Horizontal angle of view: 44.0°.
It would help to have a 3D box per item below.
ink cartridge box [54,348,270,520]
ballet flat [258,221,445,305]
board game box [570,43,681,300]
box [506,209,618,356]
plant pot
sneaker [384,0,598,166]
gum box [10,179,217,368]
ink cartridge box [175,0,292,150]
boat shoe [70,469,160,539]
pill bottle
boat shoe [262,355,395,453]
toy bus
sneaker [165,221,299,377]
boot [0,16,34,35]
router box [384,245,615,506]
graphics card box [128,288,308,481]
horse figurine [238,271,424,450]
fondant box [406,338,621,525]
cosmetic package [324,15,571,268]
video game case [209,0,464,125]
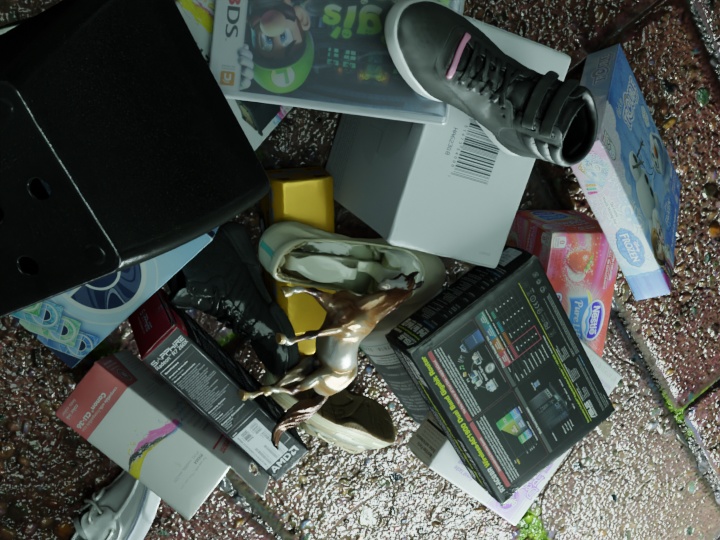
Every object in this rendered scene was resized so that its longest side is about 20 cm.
[{"bbox_3d":[-0.185,0.168,0.872,0.200,0.116,0.068,39,90,-1],"label":"ink cartridge box"},{"bbox_3d":[0.000,0.000,0.856,0.199,0.069,0.070,9,105,-19],"label":"ballet flat"},{"bbox_3d":[0.287,-0.108,0.957,0.043,0.200,0.199,-16,122,33],"label":"board game box"},{"bbox_3d":[0.219,0.038,1.024,0.094,0.103,0.201,-2,108,-21],"label":"box"},{"bbox_3d":[-0.214,-0.077,0.643,0.199,0.178,0.200,-19,112,22],"label":"plant pot"},{"bbox_3d":[0.109,-0.143,0.676,0.200,0.099,0.071,30,85,-39],"label":"sneaker"},{"bbox_3d":[-0.256,-0.033,0.804,0.200,0.045,0.170,-40,106,18],"label":"gum box"},{"bbox_3d":[-0.118,-0.199,0.789,0.200,0.083,0.146,-52,129,-14],"label":"ink cartridge box"},{"bbox_3d":[-0.269,0.269,0.941,0.065,0.074,0.201,23,98,-30],"label":"boat shoe"},{"bbox_3d":[0.082,0.105,0.989,0.113,0.113,0.200,-37,116,-5],"label":"pill bottle"},{"bbox_3d":[-0.042,0.154,0.972,0.065,0.072,0.200,-30,138,25],"label":"boat shoe"},{"bbox_3d":[-0.063,-0.005,0.917,0.065,0.078,0.201,-7,111,-17],"label":"toy bus"},{"bbox_3d":[-0.143,0.024,0.874,0.104,0.060,0.201,-18,79,-37],"label":"sneaker"},{"bbox_3d":[-0.258,-0.157,0.799,0.199,0.072,0.145,-18,115,-17],"label":"boot"},{"bbox_3d":[0.136,0.100,0.852,0.150,0.062,0.201,-36,113,-11],"label":"router box"},{"bbox_3d":[-0.146,0.113,0.901,0.051,0.125,0.200,-44,117,-4],"label":"graphics card box"},{"bbox_3d":[-0.036,0.076,0.837,0.132,0.050,0.201,-5,130,-38],"label":"horse figurine"},{"bbox_3d":[0.164,0.148,0.943,0.144,0.058,0.200,38,88,-28],"label":"fondant box"},{"bbox_3d":[0.070,-0.134,0.852,0.122,0.200,0.200,12,104,-26],"label":"cosmetic package"},{"bbox_3d":[-0.016,-0.219,0.713,0.199,0.023,0.183,8,100,2],"label":"video game case"}]
